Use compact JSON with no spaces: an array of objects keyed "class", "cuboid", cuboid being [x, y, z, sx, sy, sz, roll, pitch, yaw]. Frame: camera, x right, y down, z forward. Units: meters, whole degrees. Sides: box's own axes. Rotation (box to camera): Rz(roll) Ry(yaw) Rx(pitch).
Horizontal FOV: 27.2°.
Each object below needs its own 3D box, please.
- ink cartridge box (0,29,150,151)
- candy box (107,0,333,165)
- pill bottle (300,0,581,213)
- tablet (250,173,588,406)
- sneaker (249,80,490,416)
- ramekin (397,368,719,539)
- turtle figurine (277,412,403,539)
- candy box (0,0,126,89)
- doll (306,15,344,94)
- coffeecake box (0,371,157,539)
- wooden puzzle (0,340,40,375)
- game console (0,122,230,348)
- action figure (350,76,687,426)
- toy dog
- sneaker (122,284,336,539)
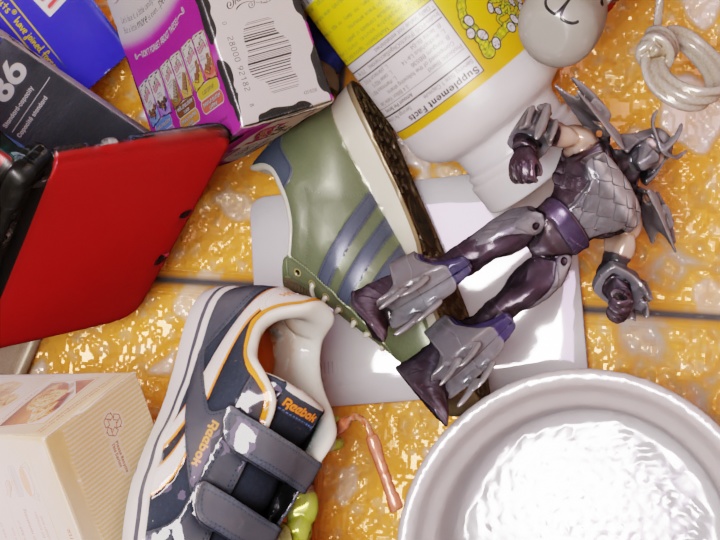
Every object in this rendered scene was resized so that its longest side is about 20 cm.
[{"class":"ink cartridge box","cuboid":[-0.193,-0.069,0.861,0.100,0.199,0.039,-55,36,3]},{"class":"candy box","cuboid":[-0.095,-0.165,0.830,0.060,0.136,0.203,-19,91,-26]},{"class":"pill bottle","cuboid":[0.042,-0.134,0.831,0.104,0.104,0.201,-37,97,6]},{"class":"tablet","cuboid":[0.032,0.011,0.888,0.197,0.014,0.132,-5,84,11]},{"class":"sneaker","cuboid":[0.000,0.000,0.861,0.089,0.067,0.202,-25,80,17]},{"class":"ramekin","cuboid":[0.124,0.156,0.813,0.197,0.098,0.204,-1,85,11]},{"class":"turtle figurine","cuboid":[-0.057,0.169,0.830,0.160,0.064,0.203,12,97,50]},{"class":"candy box","cuboid":[-0.263,-0.132,0.866,0.200,0.077,0.170,-41,121,-6]},{"class":"doll","cuboid":[-0.010,-0.212,0.898,0.135,0.048,0.203,17,91,4]},{"class":"coffeecake box","cuboid":[-0.190,0.142,0.824,0.198,0.073,0.155,-4,112,38]},{"class":"wooden puzzle","cuboid":[-0.300,0.044,0.937,0.183,0.046,0.202,22,90,12]},{"class":"game console","cuboid":[-0.193,-0.044,0.803,0.172,0.200,0.119,39,49,1]},{"class":"action figure","cuboid":[0.095,-0.013,0.782,0.199,0.069,0.131,-39,103,-3]},{"class":"toy dog","cuboid":[0.153,-0.191,0.801,0.130,0.097,0.202,15,47,-5]},{"class":"sneaker","cuboid":[-0.064,0.099,0.770,0.079,0.078,0.203,-5,64,33]}]
